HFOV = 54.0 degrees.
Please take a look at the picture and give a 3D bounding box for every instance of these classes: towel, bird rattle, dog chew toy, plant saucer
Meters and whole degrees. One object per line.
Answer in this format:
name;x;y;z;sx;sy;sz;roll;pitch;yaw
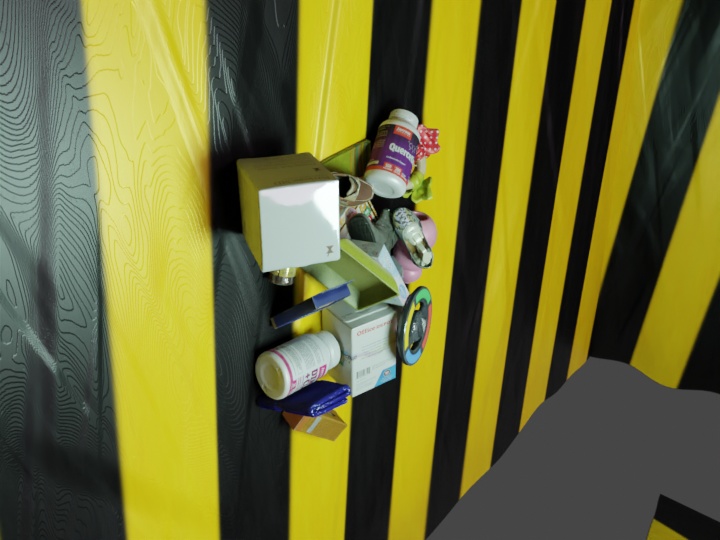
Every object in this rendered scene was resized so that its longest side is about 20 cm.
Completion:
towel;-0.040;-0.244;1.701;0.199;0.018;0.088;-34;130;-40
bird rattle;0.136;-0.284;1.857;0.160;0.112;0.206;2;102;-36
dog chew toy;0.142;-0.058;1.953;0.123;0.123;0.205;-24;132;-45
towel;-0.133;0.306;1.677;0.146;0.197;0.051;-23;105;-45
plant saucer;-0.023;0.002;1.633;0.198;0.198;0.049;37;61;-18

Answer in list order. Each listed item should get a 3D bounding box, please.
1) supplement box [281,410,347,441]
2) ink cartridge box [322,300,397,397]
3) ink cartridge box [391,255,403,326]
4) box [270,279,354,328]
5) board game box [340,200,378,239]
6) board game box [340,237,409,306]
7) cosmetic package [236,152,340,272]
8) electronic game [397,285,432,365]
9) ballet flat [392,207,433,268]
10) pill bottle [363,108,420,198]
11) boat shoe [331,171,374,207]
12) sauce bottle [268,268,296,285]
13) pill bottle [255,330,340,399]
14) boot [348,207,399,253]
supplement box;-0.116;0.388;1.837;0.069;0.066;0.199;-52;143;4
ink cartridge box;-0.003;0.181;1.809;0.144;0.145;0.205;-18;123;-31
ink cartridge box;0.113;0.077;1.906;0.046;0.200;0.164;-16;124;-16
box;-0.106;0.078;1.625;0.120;0.198;0.033;-20;83;-46
board game box;-0.014;-0.095;1.778;0.153;0.046;0.201;-55;142;-21
board game box;0.000;0.000;1.710;0.044;0.195;0.201;-61;145;-26
cosmetic package;-0.146;-0.123;1.415;0.163;0.200;0.171;-9;117;-19
electronic game;0.141;0.140;1.792;0.199;0.041;0.206;-37;132;-57
ballet flat;0.144;-0.078;1.817;0.073;0.071;0.202;-52;135;-23
pill bottle;0.082;-0.291;1.746;0.112;0.110;0.205;40;62;-53
boat shoe;-0.034;-0.188;1.639;0.197;0.071;0.078;1;94;-45
sauce bottle;-0.161;-0.072;1.576;0.064;0.064;0.205;-4;110;-52
pill bottle;-0.145;0.219;1.690;0.198;0.112;0.116;-22;123;-47
boot;0.039;-0.108;1.768;0.133;0.066;0.201;-65;146;-28
